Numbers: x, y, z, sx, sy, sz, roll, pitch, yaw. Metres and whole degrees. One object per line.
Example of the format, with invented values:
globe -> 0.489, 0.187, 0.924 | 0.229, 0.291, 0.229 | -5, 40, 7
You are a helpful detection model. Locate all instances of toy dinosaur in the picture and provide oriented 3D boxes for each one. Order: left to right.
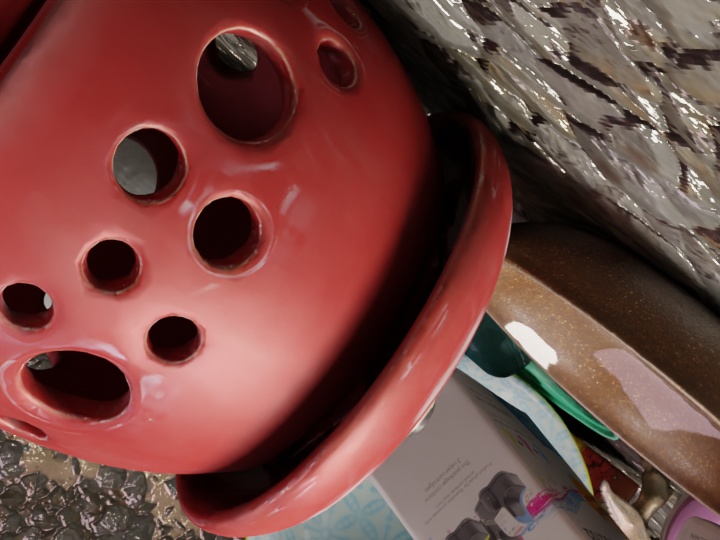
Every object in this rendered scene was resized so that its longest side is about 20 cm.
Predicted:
toy dinosaur -> 0.162, 0.195, 1.006 | 0.086, 0.136, 0.200 | 38, 173, 26

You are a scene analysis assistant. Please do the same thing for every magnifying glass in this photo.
magnifying glass -> 0.095, 0.054, 0.965 | 0.080, 0.022, 0.200 | 43, 175, -18

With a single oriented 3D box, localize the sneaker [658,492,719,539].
sneaker -> 0.219, 0.172, 0.798 | 0.200, 0.080, 0.088 | 46, -179, 0

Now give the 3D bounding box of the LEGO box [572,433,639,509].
LEGO box -> 0.076, 0.111, 1.158 | 0.149, 0.077, 0.200 | 37, 177, -21

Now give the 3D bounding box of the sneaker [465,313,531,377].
sneaker -> 0.000, 0.000, 0.886 | 0.200, 0.080, 0.071 | 40, 174, 12

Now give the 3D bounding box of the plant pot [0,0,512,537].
plant pot -> -0.061, -0.022, 0.592 | 0.182, 0.201, 0.200 | 35, 177, -20

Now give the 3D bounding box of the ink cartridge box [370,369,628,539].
ink cartridge box -> 0.094, 0.147, 0.817 | 0.200, 0.068, 0.115 | 52, -170, 32

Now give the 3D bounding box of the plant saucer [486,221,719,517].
plant saucer -> 0.118, 0.042, 0.652 | 0.200, 0.037, 0.200 | 42, 174, 5

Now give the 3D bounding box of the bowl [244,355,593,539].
bowl -> 0.030, 0.152, 0.983 | 0.200, 0.200, 0.108 | 41, 166, 6

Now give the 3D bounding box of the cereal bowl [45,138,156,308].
cereal bowl -> -0.114, -0.007, 0.947 | 0.201, 0.083, 0.200 | 62, -171, -17

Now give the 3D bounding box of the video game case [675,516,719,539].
video game case -> 0.238, 0.165, 0.633 | 0.200, 0.023, 0.182 | 33, 174, -24
